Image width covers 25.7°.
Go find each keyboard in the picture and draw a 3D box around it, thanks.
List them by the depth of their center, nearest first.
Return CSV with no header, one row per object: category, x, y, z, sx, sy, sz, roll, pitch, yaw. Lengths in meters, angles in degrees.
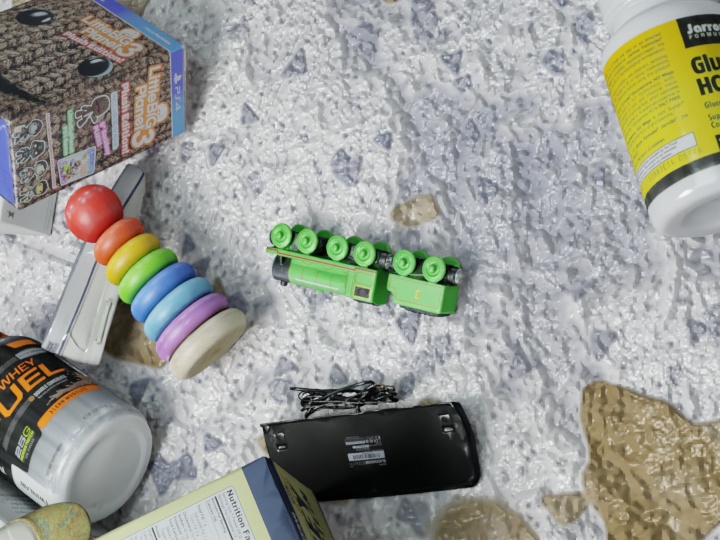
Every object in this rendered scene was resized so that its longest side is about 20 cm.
keyboard,0.009,0.142,1.367,0.198,0.040,0.105,-8,98,26

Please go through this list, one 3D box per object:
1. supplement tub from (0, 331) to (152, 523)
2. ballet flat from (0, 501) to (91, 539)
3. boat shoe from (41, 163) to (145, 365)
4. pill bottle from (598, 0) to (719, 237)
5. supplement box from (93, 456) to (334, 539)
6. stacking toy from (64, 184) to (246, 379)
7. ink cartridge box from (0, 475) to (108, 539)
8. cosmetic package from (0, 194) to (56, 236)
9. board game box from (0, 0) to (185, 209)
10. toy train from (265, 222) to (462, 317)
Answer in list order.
supplement tub,-0.301,0.141,1.480,0.199,0.122,0.123,28,93,31
ballet flat,-0.315,0.255,1.329,0.199,0.071,0.071,-30,66,19
boat shoe,-0.236,-0.004,1.510,0.071,0.069,0.201,-39,29,63
pill bottle,0.254,-0.137,1.236,0.112,0.112,0.202,-23,69,23
supplement box,-0.118,0.267,1.272,0.199,0.200,0.135,-26,71,2
stacking toy,-0.196,0.000,1.441,0.085,0.085,0.200,-44,81,14
ink cartridge box,-0.331,0.244,1.460,0.199,0.146,0.085,29,94,30
cosmetic package,-0.409,-0.097,1.615,0.198,0.085,0.109,6,83,29
board game box,-0.289,-0.169,1.482,0.159,0.199,0.097,34,137,31
toy train,0.000,0.000,1.392,0.199,0.042,0.057,12,96,31
